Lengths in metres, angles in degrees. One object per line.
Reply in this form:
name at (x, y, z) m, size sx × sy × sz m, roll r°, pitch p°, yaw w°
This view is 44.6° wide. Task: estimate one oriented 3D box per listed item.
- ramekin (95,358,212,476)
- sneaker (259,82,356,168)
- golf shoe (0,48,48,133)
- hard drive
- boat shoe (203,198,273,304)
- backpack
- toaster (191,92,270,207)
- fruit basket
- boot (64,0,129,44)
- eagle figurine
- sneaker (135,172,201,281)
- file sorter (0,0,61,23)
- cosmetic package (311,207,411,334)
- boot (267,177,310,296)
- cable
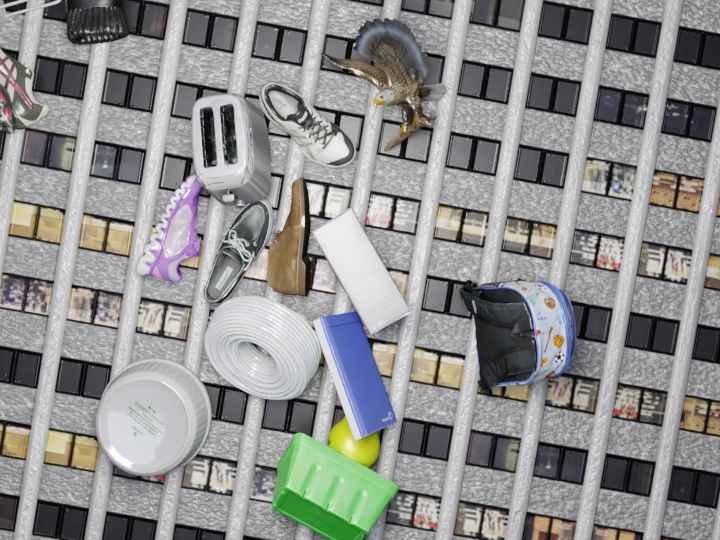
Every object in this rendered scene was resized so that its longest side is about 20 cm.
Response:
ramekin at (-0.358, 0.256, 1.495) m, size 0.198 × 0.094 × 0.207 m, roll 0°, pitch 92°, yaw -1°
sneaker at (-0.094, -0.245, 1.493) m, size 0.198 × 0.088 × 0.076 m, roll 35°, pitch 89°, yaw -3°
golf shoe at (-0.607, -0.338, 1.498) m, size 0.087 × 0.077 × 0.203 m, roll -23°, pitch 94°, yaw -21°
hard drive at (-0.007, 0.171, 1.467) m, size 0.025 × 0.131 × 0.203 m, roll -24°, pitch 81°, yaw 25°
boat shoe at (-0.213, -0.035, 1.503) m, size 0.073 × 0.068 × 0.201 m, roll 34°, pitch 90°, yaw -1°
backpack at (0.273, 0.103, 1.457) m, size 0.151 × 0.190 × 0.204 m, roll -13°, pitch 92°, yaw -17°
toaster at (-0.216, -0.211, 1.459) m, size 0.111 × 0.129 × 0.205 m, roll -4°, pitch 85°, yaw 8°
fruit basket at (-0.034, 0.337, 1.500) m, size 0.211 × 0.156 × 0.219 m, roll 13°, pitch 50°, yaw -15°
boot at (-0.408, -0.478, 1.483) m, size 0.207 × 0.079 × 0.161 m, roll -14°, pitch 85°, yaw 10°
eagle figurine at (0.046, -0.318, 1.461) m, size 0.150 × 0.151 × 0.202 m, roll -32°, pitch 99°, yaw 10°
sneaker at (-0.305, -0.067, 1.502) m, size 0.087 × 0.081 × 0.203 m, roll 27°, pitch 95°, yaw -8°
file sorter at (-0.578, -0.512, 1.422) m, size 0.122 × 0.200 × 0.142 m, roll -16°, pitch 92°, yaw -2°
cosmetic package at (0.000, 0.000, 1.491) m, size 0.089 × 0.107 × 0.203 m, roll -27°, pitch 93°, yaw 0°
boot at (-0.123, -0.059, 1.508) m, size 0.074 × 0.074 × 0.205 m, roll 4°, pitch 93°, yaw 9°
cable at (-0.164, 0.129, 1.457) m, size 0.198 × 0.200 × 0.070 m, roll 35°, pitch 47°, yaw -4°
